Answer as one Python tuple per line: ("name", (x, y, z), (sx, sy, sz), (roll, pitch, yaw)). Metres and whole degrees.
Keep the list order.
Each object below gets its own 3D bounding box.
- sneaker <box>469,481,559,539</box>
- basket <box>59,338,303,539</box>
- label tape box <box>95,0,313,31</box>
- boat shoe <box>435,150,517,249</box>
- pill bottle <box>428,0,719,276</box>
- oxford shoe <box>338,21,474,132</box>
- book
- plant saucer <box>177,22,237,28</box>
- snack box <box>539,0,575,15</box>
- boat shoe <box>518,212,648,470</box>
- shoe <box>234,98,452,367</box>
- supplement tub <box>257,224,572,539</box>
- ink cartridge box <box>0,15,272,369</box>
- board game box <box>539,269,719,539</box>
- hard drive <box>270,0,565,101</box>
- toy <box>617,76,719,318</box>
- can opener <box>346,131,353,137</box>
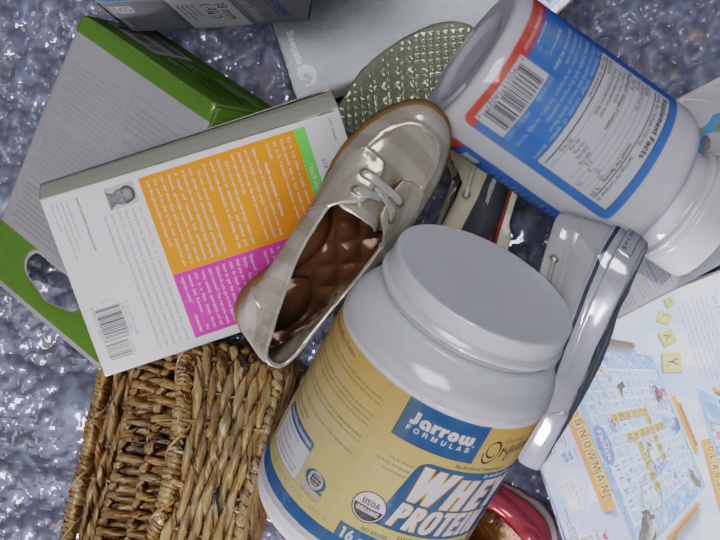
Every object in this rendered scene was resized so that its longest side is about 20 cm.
("sneaker", (0.048, 0.150, 1.486), (0.200, 0.087, 0.074), (25, 91, 5))
("basket", (-0.136, 0.138, 1.474), (0.148, 0.143, 0.201), (14, 91, 4))
("label tape box", (-0.070, -0.241, 1.438), (0.199, 0.063, 0.145), (-1, 74, 20))
("boat shoe", (0.083, -0.070, 1.494), (0.062, 0.071, 0.201), (13, 97, 0))
("pill bottle", (0.150, -0.083, 1.406), (0.200, 0.112, 0.112), (34, 92, -13))
("oxford shoe", (0.016, -0.093, 1.499), (0.075, 0.058, 0.200), (44, 101, 19))
("book", (-0.093, -0.022, 1.398), (0.199, 0.048, 0.134), (-18, 113, -1))
("plant saucer", (-0.094, -0.258, 1.504), (0.199, 0.031, 0.201), (-6, 72, 18))
("snack box", (0.083, -0.262, 1.484), (0.072, 0.024, 0.200), (-42, 86, 2))
("boat shoe", (0.129, 0.042, 1.419), (0.067, 0.074, 0.200), (28, 125, 11))
("shoe", (-0.007, -0.020, 1.362), (0.070, 0.053, 0.200), (31, 108, -22))
("supplement tub", (0.035, 0.087, 1.359), (0.144, 0.145, 0.200), (30, 116, 5))
("ink cartridge box", (-0.162, -0.053, 1.484), (0.148, 0.076, 0.201), (35, 108, 34))
("board game box", (0.220, 0.114, 1.493), (0.199, 0.041, 0.201), (-18, 88, 5))
("hard drive", (0.029, -0.209, 1.517), (0.199, 0.033, 0.140), (-19, 88, 5))
("toy", (0.237, -0.062, 1.492), (0.199, 0.047, 0.115), (-28, 84, 1))
("can opener", (0.000, 0.000, 1.477), (0.067, 0.053, 0.201), (14, 115, 15))
